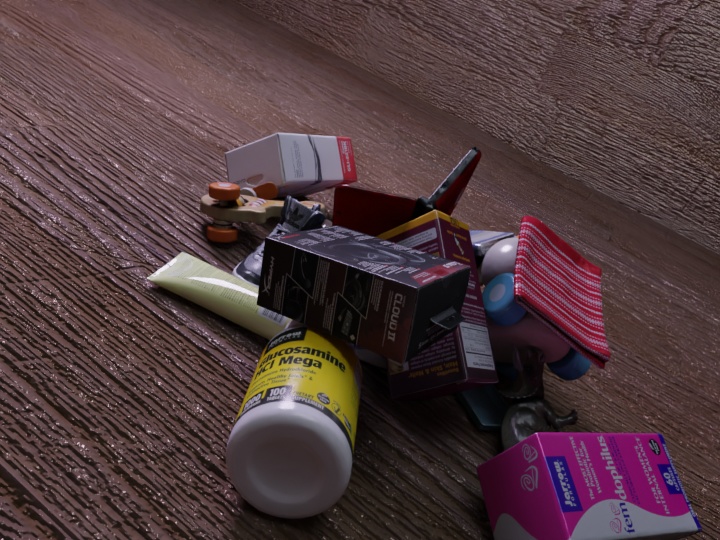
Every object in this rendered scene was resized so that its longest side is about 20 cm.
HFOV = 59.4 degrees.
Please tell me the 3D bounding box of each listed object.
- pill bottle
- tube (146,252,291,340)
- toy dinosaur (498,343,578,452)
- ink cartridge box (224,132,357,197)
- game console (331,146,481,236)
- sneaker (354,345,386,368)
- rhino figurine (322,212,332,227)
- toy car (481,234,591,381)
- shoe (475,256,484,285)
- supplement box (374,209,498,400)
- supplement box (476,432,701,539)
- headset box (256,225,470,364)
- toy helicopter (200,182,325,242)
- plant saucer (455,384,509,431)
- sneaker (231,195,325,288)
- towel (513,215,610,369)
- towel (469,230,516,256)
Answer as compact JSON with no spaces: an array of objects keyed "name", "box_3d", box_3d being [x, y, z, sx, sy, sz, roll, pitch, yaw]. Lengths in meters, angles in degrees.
[{"name":"pill bottle","box_3d":[-0.055,0.125,0.615,0.110,0.115,0.201,21,24,-5]},{"name":"tube","box_3d":[-0.162,0.033,0.787,0.196,0.053,0.058,25,-9,9]},{"name":"toy dinosaur","box_3d":[0.206,0.202,0.766,0.100,0.078,0.204,20,56,-2]},{"name":"ink cartridge box","box_3d":[-0.122,-0.183,1.125,0.141,0.087,0.198,-9,3,38]},{"name":"game console","box_3d":[0.057,-0.097,0.872,0.118,0.173,0.201,39,-16,8]},{"name":"sneaker","box_3d":[0.018,0.054,0.824,0.195,0.113,0.077,18,24,-13]},{"name":"rhino figurine","box_3d":[-0.007,-0.038,1.049,0.196,0.061,0.088,19,18,-28]},{"name":"toy car","box_3d":[0.224,0.021,0.880,0.183,0.204,0.175,36,-28,-29]},{"name":"shoe","box_3d":[0.132,0.021,0.995,0.197,0.054,0.070,-28,62,-33]},{"name":"supplement box","box_3d":[0.087,0.047,0.772,0.085,0.108,0.206,13,63,-49]},{"name":"supplement box","box_3d":[0.230,0.232,0.642,0.195,0.104,0.104,7,53,-29]},{"name":"headset box","box_3d":[0.014,0.018,0.659,0.196,0.080,0.148,19,17,25]},{"name":"toy helicopter","box_3d":[-0.152,-0.098,0.991,0.194,0.081,0.132,1,18,-17]},{"name":"plant saucer","box_3d":[0.144,0.146,0.870,0.068,0.019,0.201,10,28,-28]},{"name":"sneaker","box_3d":[-0.111,-0.040,0.891,0.074,0.116,0.200,27,24,11]},{"name":"towel","box_3d":[0.255,0.017,0.799,0.143,0.023,0.201,36,35,-7]},{"name":"towel","box_3d":[0.140,-0.047,1.024,0.195,0.025,0.145,5,12,35]}]
